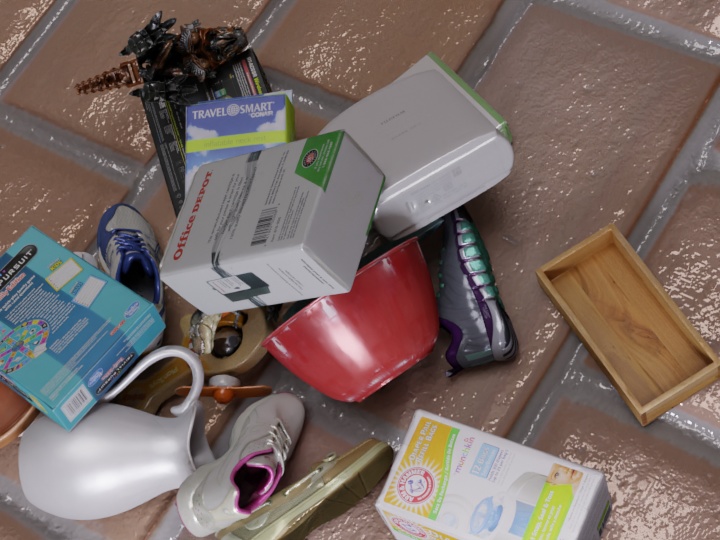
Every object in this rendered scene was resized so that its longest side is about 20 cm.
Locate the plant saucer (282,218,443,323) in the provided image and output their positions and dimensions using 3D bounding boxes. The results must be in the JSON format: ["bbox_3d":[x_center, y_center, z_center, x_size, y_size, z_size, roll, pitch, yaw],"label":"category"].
[{"bbox_3d":[0.000,0.000,1.633,0.199,0.070,0.019,-35,85,-18],"label":"plant saucer"}]

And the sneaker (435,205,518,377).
[{"bbox_3d":[0.099,0.014,1.630,0.087,0.074,0.201,-22,58,10],"label":"sneaker"}]

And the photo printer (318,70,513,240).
[{"bbox_3d":[0.051,-0.133,1.632,0.166,0.070,0.200,-29,37,-4],"label":"photo printer"}]

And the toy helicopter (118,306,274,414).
[{"bbox_3d":[-0.177,0.108,1.659,0.199,0.079,0.133,-35,56,10],"label":"toy helicopter"}]

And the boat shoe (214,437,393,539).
[{"bbox_3d":[-0.057,0.229,1.555,0.200,0.073,0.063,-39,64,1],"label":"boat shoe"}]

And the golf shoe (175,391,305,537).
[{"bbox_3d":[-0.101,0.194,1.548,0.091,0.076,0.200,-16,25,42],"label":"golf shoe"}]

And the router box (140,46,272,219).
[{"bbox_3d":[-0.161,-0.148,1.793,0.149,0.062,0.201,-22,58,4],"label":"router box"}]

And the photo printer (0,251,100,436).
[{"bbox_3d":[-0.370,0.089,1.717,0.165,0.070,0.201,-13,60,9],"label":"photo printer"}]

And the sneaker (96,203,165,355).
[{"bbox_3d":[-0.250,-0.007,1.712,0.075,0.088,0.201,-6,55,-18],"label":"sneaker"}]

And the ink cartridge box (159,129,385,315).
[{"bbox_3d":[-0.090,-0.045,1.526,0.199,0.083,0.147,-9,51,38],"label":"ink cartridge box"}]

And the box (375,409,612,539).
[{"bbox_3d":[0.130,0.230,1.483,0.199,0.102,0.113,18,67,23],"label":"box"}]

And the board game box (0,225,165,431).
[{"bbox_3d":[-0.328,0.057,1.609,0.199,0.047,0.151,30,67,31],"label":"board game box"}]

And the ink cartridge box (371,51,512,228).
[{"bbox_3d":[0.052,-0.141,1.741,0.200,0.048,0.146,-39,59,-6],"label":"ink cartridge box"}]

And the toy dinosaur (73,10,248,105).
[{"bbox_3d":[-0.228,-0.236,1.772,0.200,0.136,0.102,-38,99,3],"label":"toy dinosaur"}]

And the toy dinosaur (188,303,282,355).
[{"bbox_3d":[-0.107,0.006,1.607,0.088,0.048,0.201,25,75,23],"label":"toy dinosaur"}]

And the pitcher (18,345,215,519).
[{"bbox_3d":[-0.253,0.171,1.599,0.198,0.121,0.173,-6,87,7],"label":"pitcher"}]

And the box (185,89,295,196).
[{"bbox_3d":[-0.133,-0.114,1.702,0.121,0.048,0.201,-6,69,9],"label":"box"}]

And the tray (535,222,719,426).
[{"bbox_3d":[0.276,0.054,1.579,0.098,0.037,0.200,-31,59,-3],"label":"tray"}]

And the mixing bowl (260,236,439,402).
[{"bbox_3d":[0.007,0.066,1.575,0.199,0.200,0.109,-33,86,-4],"label":"mixing bowl"}]

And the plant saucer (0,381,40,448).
[{"bbox_3d":[-0.421,0.113,1.659,0.199,0.032,0.202,-7,60,12],"label":"plant saucer"}]
